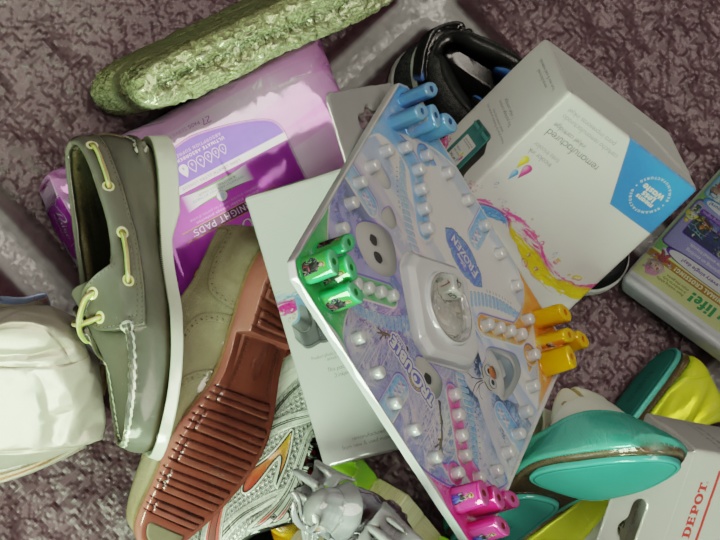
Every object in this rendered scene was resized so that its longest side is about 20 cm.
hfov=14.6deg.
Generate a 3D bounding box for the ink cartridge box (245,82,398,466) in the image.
[{"bbox_3d":[0.000,0.000,1.598,0.068,0.115,0.200,-16,91,21],"label":"ink cartridge box"}]

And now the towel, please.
[{"bbox_3d":[-0.061,-0.145,1.707,0.200,0.148,0.037,-26,100,-15],"label":"towel"}]

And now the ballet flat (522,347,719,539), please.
[{"bbox_3d":[0.155,0.134,1.750,0.200,0.067,0.067,-43,105,-16],"label":"ballet flat"}]

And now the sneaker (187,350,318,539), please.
[{"bbox_3d":[-0.050,0.124,1.691,0.082,0.078,0.200,34,83,19],"label":"sneaker"}]

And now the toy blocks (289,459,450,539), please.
[{"bbox_3d":[0.000,0.212,1.660,0.100,0.200,0.137,26,72,39],"label":"toy blocks"}]

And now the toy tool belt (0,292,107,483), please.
[{"bbox_3d":[-0.247,0.064,1.657,0.200,0.123,0.125,-7,110,0],"label":"toy tool belt"}]

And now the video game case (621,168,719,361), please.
[{"bbox_3d":[0.299,0.003,1.783,0.200,0.022,0.182,37,70,18],"label":"video game case"}]

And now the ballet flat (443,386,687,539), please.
[{"bbox_3d":[0.114,0.107,1.638,0.067,0.200,0.070,17,61,-30],"label":"ballet flat"}]

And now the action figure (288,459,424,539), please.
[{"bbox_3d":[0.029,0.168,1.541,0.069,0.130,0.200,-49,129,7],"label":"action figure"}]

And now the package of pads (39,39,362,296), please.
[{"bbox_3d":[-0.084,-0.046,1.719,0.200,0.076,0.121,-29,89,-15],"label":"package of pads"}]

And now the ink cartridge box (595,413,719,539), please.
[{"bbox_3d":[0.218,0.158,1.713,0.200,0.067,0.117,13,103,-25],"label":"ink cartridge box"}]

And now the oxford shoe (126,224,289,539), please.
[{"bbox_3d":[-0.092,0.067,1.648,0.075,0.070,0.200,22,81,38],"label":"oxford shoe"}]

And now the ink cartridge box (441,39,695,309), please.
[{"bbox_3d":[0.088,-0.027,1.690,0.116,0.067,0.200,34,112,-30],"label":"ink cartridge box"}]

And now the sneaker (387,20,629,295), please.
[{"bbox_3d":[0.099,-0.067,1.744,0.200,0.112,0.073,46,75,-2],"label":"sneaker"}]

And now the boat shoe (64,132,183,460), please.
[{"bbox_3d":[-0.137,0.013,1.608,0.060,0.072,0.202,6,63,-20],"label":"boat shoe"}]

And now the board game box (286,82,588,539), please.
[{"bbox_3d":[0.049,0.021,1.553,0.200,0.026,0.200,58,33,-21],"label":"board game box"}]
